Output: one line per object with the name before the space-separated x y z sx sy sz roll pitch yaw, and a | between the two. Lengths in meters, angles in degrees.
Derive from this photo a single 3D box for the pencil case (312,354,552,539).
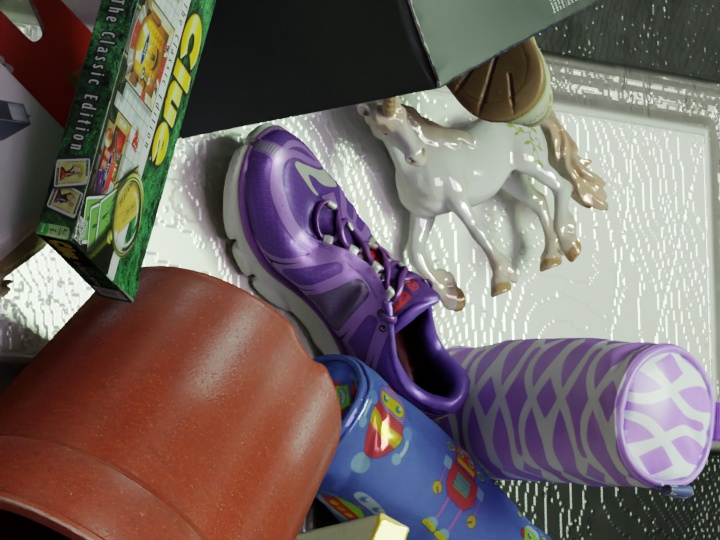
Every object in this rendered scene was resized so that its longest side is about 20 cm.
pencil case | 0.024 0.128 1.516 0.200 0.087 0.078 44 38 -33

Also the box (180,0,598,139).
box | 0.002 -0.139 1.445 0.141 0.199 0.079 -27 104 -42

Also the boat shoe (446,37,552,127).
boat shoe | 0.046 -0.167 1.565 0.201 0.073 0.063 64 13 14

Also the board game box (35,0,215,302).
board game box | -0.103 -0.095 1.288 0.105 0.023 0.201 59 43 -72

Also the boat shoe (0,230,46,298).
boat shoe | -0.223 0.016 1.297 0.200 0.073 0.063 -33 121 -44

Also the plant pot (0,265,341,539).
plant pot | -0.114 0.114 1.318 0.201 0.200 0.196 56 42 -23

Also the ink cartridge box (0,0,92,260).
ink cartridge box | -0.203 -0.110 1.297 0.200 0.045 0.176 46 52 0

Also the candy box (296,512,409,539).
candy box | -0.036 0.227 1.427 0.026 0.102 0.201 28 65 -22

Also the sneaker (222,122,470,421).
sneaker | 0.000 0.000 1.507 0.200 0.083 0.081 55 51 -23

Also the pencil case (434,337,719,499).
pencil case | 0.114 0.079 1.531 0.085 0.200 0.084 0 91 -39

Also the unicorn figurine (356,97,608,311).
unicorn figurine | 0.062 -0.053 1.593 0.200 0.074 0.138 -25 93 -58
